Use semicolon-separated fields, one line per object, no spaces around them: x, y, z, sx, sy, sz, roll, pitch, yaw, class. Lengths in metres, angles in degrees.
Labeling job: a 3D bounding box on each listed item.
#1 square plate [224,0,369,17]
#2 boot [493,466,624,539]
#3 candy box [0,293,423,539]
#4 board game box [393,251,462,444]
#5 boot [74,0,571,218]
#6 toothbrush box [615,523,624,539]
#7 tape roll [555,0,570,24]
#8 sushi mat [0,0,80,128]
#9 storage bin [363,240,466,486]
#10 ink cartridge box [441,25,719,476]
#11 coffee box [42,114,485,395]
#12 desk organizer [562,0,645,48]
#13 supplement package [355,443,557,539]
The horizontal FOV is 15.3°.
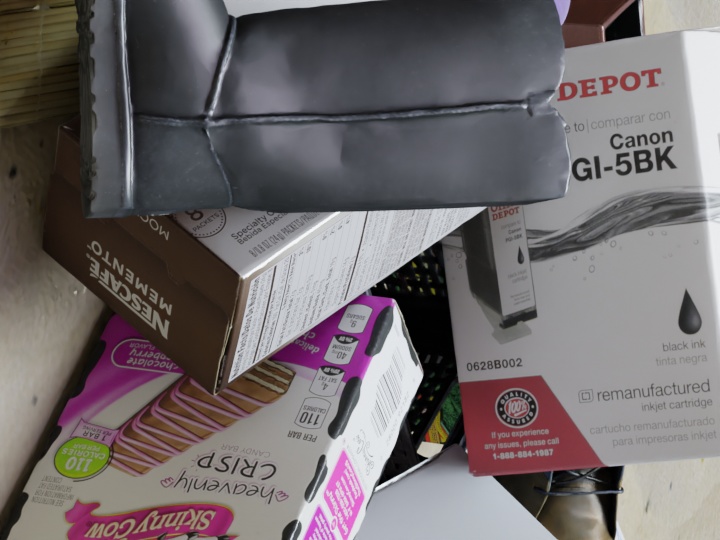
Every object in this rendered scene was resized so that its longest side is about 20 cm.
-0.021;-0.200;1.141;0.198;0.028;0.201;-18;119;-29;square plate
0.100;0.120;1.376;0.097;0.074;0.200;96;-12;-48;boot
-0.071;0.098;1.183;0.061;0.136;0.200;67;38;-48;candy box
0.065;0.015;1.476;0.023;0.104;0.201;-47;135;-45;board game box
-0.014;-0.102;1.089;0.066;0.199;0.165;-133;-138;-72;boot
0.069;0.231;1.426;0.086;0.145;0.200;66;24;-45;toothbrush box
0.042;-0.212;1.351;0.200;0.085;0.201;-9;90;-74;tape roll
-0.122;-0.116;1.178;0.200;0.012;0.096;-19;110;-62;sushi mat
0.000;0.000;1.356;0.135;0.093;0.200;-58;144;-42;storage bin
0.118;-0.009;1.289;0.083;0.146;0.201;-8;90;-60;ink cartridge box
-0.029;-0.048;1.188;0.200;0.113;0.080;-34;153;-35;coffee box
0.130;-0.068;1.616;0.072;0.077;0.201;-42;132;-53;desk organizer
0.015;0.202;1.263;0.200;0.156;0.111;-25;147;-38;supplement package
